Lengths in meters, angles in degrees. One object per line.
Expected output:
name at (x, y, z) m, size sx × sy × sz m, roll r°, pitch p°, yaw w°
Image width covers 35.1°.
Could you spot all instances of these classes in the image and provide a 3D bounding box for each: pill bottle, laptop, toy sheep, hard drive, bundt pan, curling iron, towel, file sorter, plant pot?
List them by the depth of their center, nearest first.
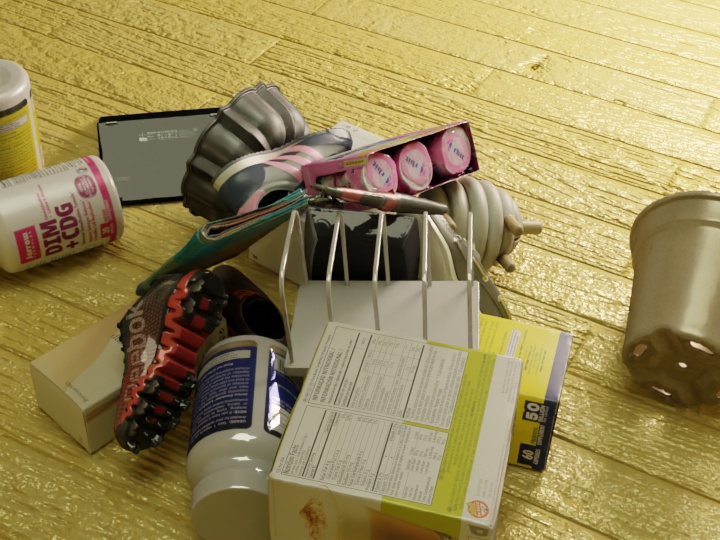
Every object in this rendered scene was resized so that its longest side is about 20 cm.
pill bottle at (-0.117, 0.172, 1.154) m, size 0.115 × 0.116 × 0.201 m, roll 1°, pitch 40°, yaw -2°
file sorter at (0.023, 0.018, 1.170) m, size 0.198 × 0.125 × 0.139 m, roll 0°, pitch 40°, yaw 6°
curling iron at (0.023, -0.076, 1.222) m, size 0.199 × 0.026 × 0.049 m, roll 1°, pitch 5°, yaw -41°
towel at (-0.155, -0.029, 1.247) m, size 0.146 × 0.200 × 0.022 m, roll -24°, pitch 87°, yaw -35°
plant pot at (0.382, 0.045, 1.292) m, size 0.199 × 0.201 × 0.184 m, roll 16°, pitch 54°, yaw 16°
hard drive at (0.000, 0.000, 1.309) m, size 0.134 × 0.200 × 0.043 m, roll 6°, pitch 60°, yaw 3°
pill bottle at (-0.407, -0.064, 1.420) m, size 0.199 × 0.114 × 0.113 m, roll -20°, pitch 45°, yaw -24°
toy sheep at (0.137, -0.053, 1.427) m, size 0.198 × 0.138 × 0.138 m, roll 6°, pitch 38°, yaw -17°
pill bottle at (-0.469, -0.160, 1.463) m, size 0.111 × 0.201 × 0.113 m, roll 1°, pitch 39°, yaw -1°
bundt pan at (-0.137, -0.137, 1.465) m, size 0.076 × 0.203 × 0.202 m, roll 35°, pitch 49°, yaw 18°
laptop at (-0.277, -0.168, 1.631) m, size 0.186 × 0.116 × 0.201 m, roll -6°, pitch 69°, yaw -10°

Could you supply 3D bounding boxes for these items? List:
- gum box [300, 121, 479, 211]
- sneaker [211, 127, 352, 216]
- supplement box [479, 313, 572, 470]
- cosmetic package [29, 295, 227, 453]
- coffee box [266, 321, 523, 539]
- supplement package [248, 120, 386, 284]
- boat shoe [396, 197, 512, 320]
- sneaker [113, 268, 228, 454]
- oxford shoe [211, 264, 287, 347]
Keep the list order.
gum box at (0.034, -0.120, 1.359) m, size 0.113 × 0.067 × 0.199 m, roll -5°, pitch 13°, yaw 46°
sneaker at (-0.079, -0.108, 1.369) m, size 0.199 × 0.070 × 0.082 m, roll -25°, pitch 73°, yaw -30°
supplement box at (0.118, 0.121, 1.231) m, size 0.199 × 0.109 × 0.110 m, roll 12°, pitch 41°, yaw 12°
cosmetic package at (-0.253, 0.102, 1.264) m, size 0.105 × 0.071 × 0.200 m, roll 31°, pitch 48°, yaw 29°
coffee box at (0.033, 0.200, 1.063) m, size 0.196 × 0.201 × 0.201 m, roll 10°, pitch 42°, yaw 9°
supplement package at (-0.043, -0.086, 1.464) m, size 0.109 × 0.114 × 0.200 m, roll 26°, pitch 47°, yaw 26°
boat shoe at (0.111, 0.000, 1.333) m, size 0.060 × 0.203 × 0.072 m, roll -35°, pitch 9°, yaw -33°
sneaker at (-0.214, 0.089, 1.181) m, size 0.097 × 0.071 × 0.202 m, roll 9°, pitch 71°, yaw 35°
oxford shoe at (-0.126, 0.044, 1.337) m, size 0.071 × 0.073 × 0.200 m, roll -20°, pitch 45°, yaw -23°
